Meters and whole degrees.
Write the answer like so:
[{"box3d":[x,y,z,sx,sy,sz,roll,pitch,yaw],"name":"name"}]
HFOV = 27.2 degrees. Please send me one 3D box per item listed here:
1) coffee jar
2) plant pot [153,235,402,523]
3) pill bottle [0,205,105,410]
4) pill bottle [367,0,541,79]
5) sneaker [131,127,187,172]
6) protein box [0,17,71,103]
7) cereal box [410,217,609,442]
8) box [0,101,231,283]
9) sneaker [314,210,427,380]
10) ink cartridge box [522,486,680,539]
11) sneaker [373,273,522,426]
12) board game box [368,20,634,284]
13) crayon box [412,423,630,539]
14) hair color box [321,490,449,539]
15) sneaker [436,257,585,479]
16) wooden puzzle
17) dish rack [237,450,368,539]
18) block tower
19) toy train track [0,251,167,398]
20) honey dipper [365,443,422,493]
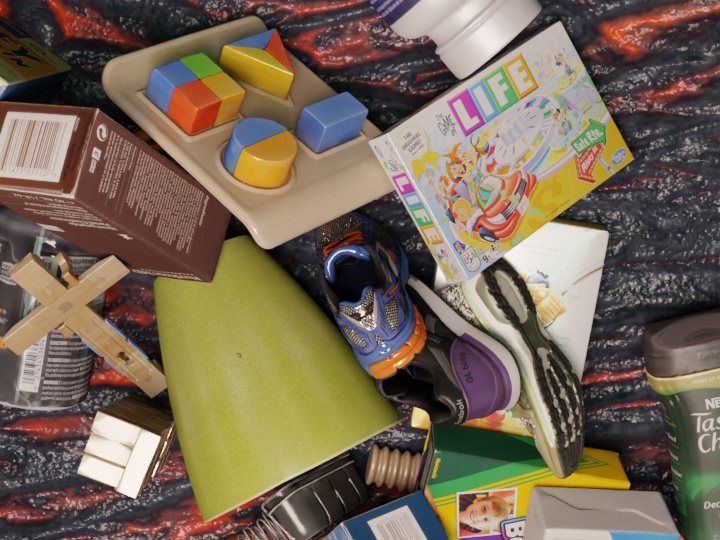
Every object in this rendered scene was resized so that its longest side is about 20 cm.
[{"box3d":[0.309,0.133,1.286,0.104,0.085,0.201,-14,100,5],"name":"coffee jar"},{"box3d":[-0.092,0.080,1.258,0.186,0.187,0.201,-28,85,7],"name":"plant pot"},{"box3d":[-0.270,0.009,1.273,0.105,0.106,0.201,11,101,0],"name":"pill bottle"},{"box3d":[0.049,-0.258,1.199,0.120,0.120,0.200,-40,97,9],"name":"pill bottle"},{"box3d":[-0.113,-0.092,1.243,0.198,0.112,0.078,-3,101,3],"name":"sneaker"},{"box3d":[-0.361,-0.115,1.202,0.135,0.200,0.199,34,101,-4],"name":"protein box"},{"box3d":[0.128,0.048,1.299,0.143,0.040,0.201,8,102,0],"name":"cereal box"},{"box3d":[-0.194,-0.057,1.148,0.100,0.200,0.075,7,76,28],"name":"box"},{"box3d":[0.000,0.000,1.219,0.075,0.200,0.079,-33,124,3],"name":"sneaker"},{"box3d":[0.191,0.286,1.260,0.115,0.067,0.201,3,114,-6],"name":"ink cartridge box"},{"box3d":[0.035,0.062,1.226,0.087,0.200,0.076,-19,123,-34],"name":"sneaker"},{"box3d":[0.118,-0.098,1.219,0.200,0.034,0.135,-35,100,-26],"name":"board game box"},{"box3d":[0.124,0.244,1.306,0.171,0.058,0.201,10,113,-5],"name":"crayon box"},{"box3d":[-0.019,0.270,1.271,0.200,0.100,0.061,-47,67,41],"name":"hair color box"},{"box3d":[0.121,0.086,1.255,0.088,0.077,0.201,-28,84,34],"name":"sneaker"},{"box3d":[-0.075,-0.124,1.175,0.200,0.185,0.046,46,134,17],"name":"wooden puzzle"},{"box3d":[-0.088,0.246,1.291,0.200,0.153,0.055,-41,79,19],"name":"dish rack"},{"box3d":[-0.190,0.143,1.250,0.057,0.200,0.054,21,89,-2],"name":"block tower"},{"box3d":[-0.221,0.042,1.227,0.114,0.033,0.200,-36,136,4],"name":"toy train track"},{"box3d":[0.104,0.194,1.335,0.199,0.038,0.038,13,102,-4],"name":"honey dipper"}]
